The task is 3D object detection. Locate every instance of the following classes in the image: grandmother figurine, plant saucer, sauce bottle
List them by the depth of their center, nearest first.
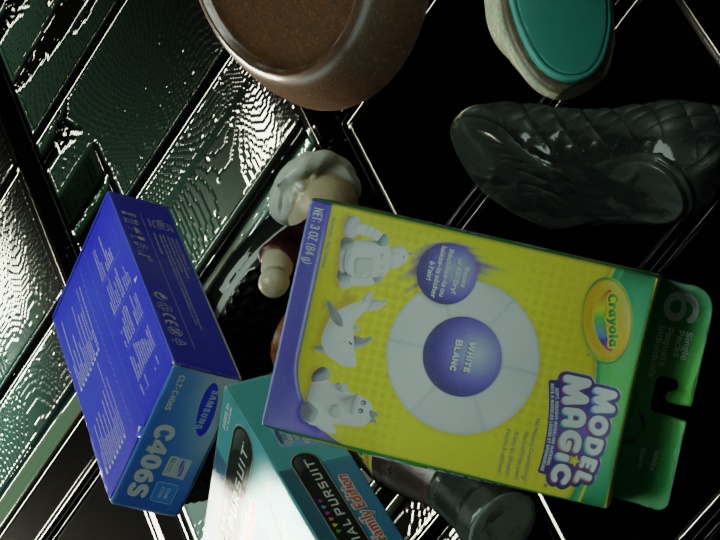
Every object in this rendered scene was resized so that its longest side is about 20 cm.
[{"bbox_3d":[0.022,0.081,1.317,0.200,0.066,0.066,41,114,50],"label":"sauce bottle"},{"bbox_3d":[0.000,0.000,1.326,0.200,0.121,0.061,57,135,49],"label":"grandmother figurine"},{"bbox_3d":[-0.039,-0.190,1.436,0.200,0.034,0.201,15,111,46],"label":"plant saucer"}]

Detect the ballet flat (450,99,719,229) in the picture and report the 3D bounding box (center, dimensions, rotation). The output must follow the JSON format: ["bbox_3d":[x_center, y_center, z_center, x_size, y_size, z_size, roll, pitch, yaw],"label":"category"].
[{"bbox_3d":[0.115,-0.057,1.255,0.200,0.057,0.067,11,133,54],"label":"ballet flat"}]

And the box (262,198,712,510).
[{"bbox_3d":[0.062,0.042,1.202,0.200,0.048,0.118,12,93,8],"label":"box"}]

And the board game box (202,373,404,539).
[{"bbox_3d":[-0.021,0.176,1.315,0.200,0.047,0.151,55,147,40],"label":"board game box"}]

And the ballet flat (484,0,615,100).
[{"bbox_3d":[0.089,-0.161,1.303,0.062,0.067,0.200,120,149,-54],"label":"ballet flat"}]

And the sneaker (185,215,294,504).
[{"bbox_3d":[-0.086,0.035,1.462,0.090,0.070,0.200,49,121,44],"label":"sneaker"}]

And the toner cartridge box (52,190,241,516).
[{"bbox_3d":[-0.125,0.044,1.425,0.095,0.043,0.200,-65,27,22],"label":"toner cartridge box"}]
